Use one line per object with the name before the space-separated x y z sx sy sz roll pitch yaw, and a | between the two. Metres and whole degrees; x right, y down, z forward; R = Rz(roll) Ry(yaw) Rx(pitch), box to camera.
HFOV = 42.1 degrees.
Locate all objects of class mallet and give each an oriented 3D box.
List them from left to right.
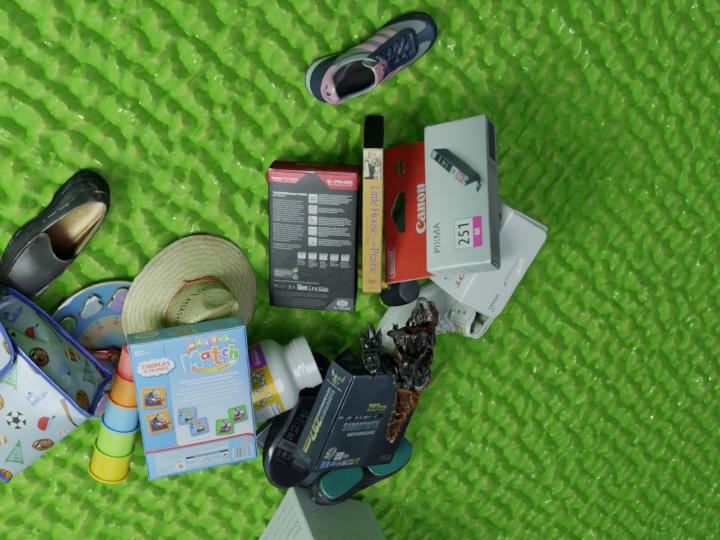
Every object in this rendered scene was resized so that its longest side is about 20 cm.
mallet | 0.000 0.000 1.352 0.198 0.065 0.042 29 69 -31

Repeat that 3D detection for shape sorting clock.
shape sorting clock | -0.332 0.110 1.260 0.197 0.039 0.204 -11 118 -21

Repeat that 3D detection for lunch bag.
lunch bag | -0.441 0.133 1.151 0.169 0.124 0.201 -35 110 15

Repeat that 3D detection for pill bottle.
pill bottle | -0.157 0.163 1.318 0.197 0.105 0.106 -23 121 -7

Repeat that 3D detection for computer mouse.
computer mouse | -0.084 0.230 1.412 0.138 0.052 0.202 35 83 -32

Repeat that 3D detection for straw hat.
straw hat | -0.209 0.060 1.247 0.198 0.085 0.205 -12 113 -30

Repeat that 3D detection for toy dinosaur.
toy dinosaur | 0.072 0.135 1.326 0.100 0.204 0.136 -15 154 19

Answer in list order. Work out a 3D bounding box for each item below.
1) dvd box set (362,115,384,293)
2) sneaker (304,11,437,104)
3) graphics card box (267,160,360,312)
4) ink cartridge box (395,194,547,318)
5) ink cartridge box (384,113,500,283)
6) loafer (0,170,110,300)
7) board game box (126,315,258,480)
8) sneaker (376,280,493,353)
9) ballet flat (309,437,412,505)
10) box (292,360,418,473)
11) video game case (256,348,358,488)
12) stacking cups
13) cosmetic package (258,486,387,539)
dvd box set | 0.017 -0.092 1.272 0.029 0.147 0.204 1 116 1
sneaker | 0.027 -0.272 1.227 0.198 0.082 0.071 -31 123 -9
graphics card box | -0.063 -0.046 1.278 0.123 0.051 0.204 3 112 4
ink cartridge box | 0.144 -0.049 1.312 0.083 0.200 0.146 21 103 -40
ink cartridge box | 0.098 -0.092 1.246 0.043 0.171 0.204 24 62 -58
loafer | -0.380 -0.031 1.150 0.072 0.072 0.201 33 97 -34
board game box | -0.216 0.167 1.222 0.148 0.037 0.204 -9 116 -14
sneaker | 0.121 0.073 1.415 0.199 0.116 0.074 -37 125 -4
ballet flat | -0.004 0.321 1.499 0.198 0.073 0.074 -21 123 -38
box | 0.004 0.214 1.390 0.199 0.051 0.160 9 107 -53
video game case | -0.054 0.234 1.464 0.200 0.019 0.143 -42 124 -4
stacking cups | -0.320 0.186 1.248 0.059 0.061 0.203 3 117 -26
cosmetic package | -0.053 0.477 1.460 0.163 0.201 0.166 21 109 -31
